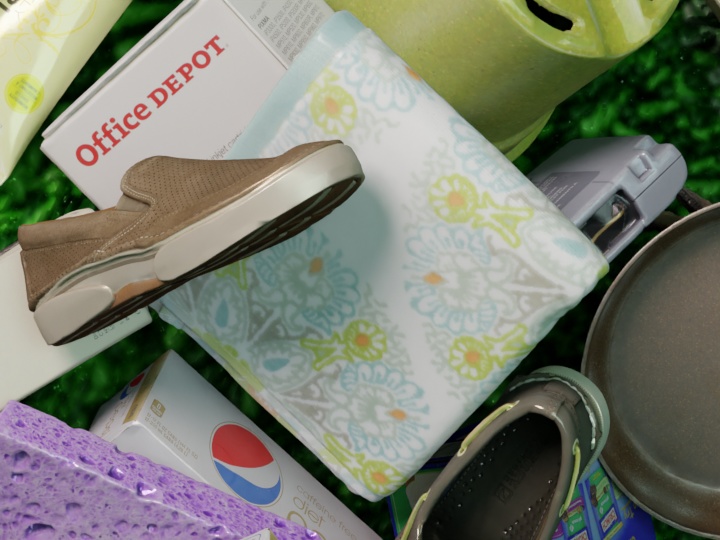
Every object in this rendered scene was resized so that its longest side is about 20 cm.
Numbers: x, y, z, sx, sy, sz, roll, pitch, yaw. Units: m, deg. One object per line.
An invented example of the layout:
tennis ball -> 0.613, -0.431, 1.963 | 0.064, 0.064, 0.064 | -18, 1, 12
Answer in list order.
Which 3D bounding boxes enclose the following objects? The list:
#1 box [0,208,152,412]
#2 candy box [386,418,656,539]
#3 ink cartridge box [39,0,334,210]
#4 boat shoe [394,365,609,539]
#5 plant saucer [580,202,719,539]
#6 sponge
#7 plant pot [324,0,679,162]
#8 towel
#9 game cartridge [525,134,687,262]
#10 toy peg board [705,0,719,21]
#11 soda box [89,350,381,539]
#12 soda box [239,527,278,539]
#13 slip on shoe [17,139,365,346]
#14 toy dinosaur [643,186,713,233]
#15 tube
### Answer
box -> -0.210, 0.046, 0.914 | 0.199, 0.082, 0.069 | -32, 99, -21
candy box -> 0.101, 0.181, 0.989 | 0.169, 0.076, 0.202 | -16, 93, -57
ink cartridge box -> -0.042, -0.050, 0.941 | 0.200, 0.146, 0.083 | 47, 34, -13
boat shoe -> 0.050, 0.138, 0.877 | 0.072, 0.060, 0.203 | 33, 106, 13
plant saucer -> 0.215, 0.051, 0.986 | 0.198, 0.032, 0.202 | -1, 108, -3
sponge -> -0.102, 0.149, 0.907 | 0.199, 0.112, 0.030 | 25, 34, -2
plant pot -> 0.072, -0.157, 0.966 | 0.199, 0.184, 0.203 | 3, 82, -25
towel -> 0.000, 0.000, 0.866 | 0.171, 0.200, 0.048 | 42, 38, 2
game cartridge -> 0.078, 0.001, 0.996 | 0.200, 0.133, 0.041 | -42, 108, -12
toy peg board -> 0.308, -0.189, 1.130 | 0.199, 0.098, 0.201 | -38, 100, -2
soda box -> -0.056, 0.140, 0.959 | 0.200, 0.064, 0.068 | 43, 29, -14
soda box -> -0.110, 0.200, 0.885 | 0.068, 0.199, 0.064 | 54, 28, -20
slip on shoe -> -0.085, -0.025, 0.830 | 0.076, 0.199, 0.061 | -19, 85, -49
toy dinosaur -> 0.212, 0.031, 1.041 | 0.085, 0.201, 0.136 | -9, 49, 3
tube -> -0.156, -0.144, 0.962 | 0.200, 0.058, 0.052 | -51, 139, -11
